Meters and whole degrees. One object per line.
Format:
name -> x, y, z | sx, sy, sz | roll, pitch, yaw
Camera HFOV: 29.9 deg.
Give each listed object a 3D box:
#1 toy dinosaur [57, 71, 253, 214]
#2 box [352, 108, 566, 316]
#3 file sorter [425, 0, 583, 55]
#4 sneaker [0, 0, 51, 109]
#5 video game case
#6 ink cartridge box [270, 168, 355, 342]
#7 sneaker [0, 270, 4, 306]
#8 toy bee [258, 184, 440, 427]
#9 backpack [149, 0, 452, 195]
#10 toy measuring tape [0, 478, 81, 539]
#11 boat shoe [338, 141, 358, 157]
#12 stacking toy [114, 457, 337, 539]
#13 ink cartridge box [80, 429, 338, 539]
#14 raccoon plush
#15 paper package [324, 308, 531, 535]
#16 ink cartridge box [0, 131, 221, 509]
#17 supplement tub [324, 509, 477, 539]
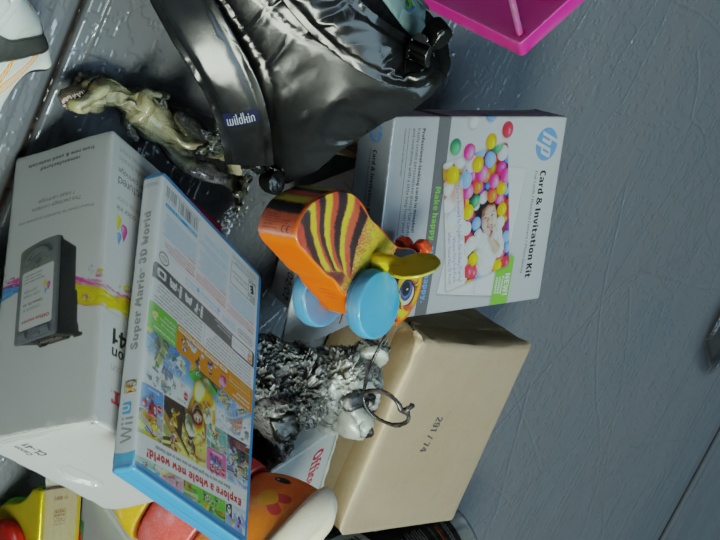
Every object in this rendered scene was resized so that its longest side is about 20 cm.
toy dinosaur -> -0.116, -0.086, 0.928 | 0.048, 0.088, 0.199 | -58, 143, 0
box -> 0.076, -0.048, 1.065 | 0.198, 0.041, 0.158 | -6, 109, -43
file sorter -> 0.128, -0.291, 1.007 | 0.200, 0.138, 0.126 | -42, 140, -17
sneaker -> -0.257, -0.090, 0.780 | 0.200, 0.073, 0.080 | -45, 144, -14
video game case -> -0.106, 0.059, 0.867 | 0.143, 0.018, 0.203 | 51, 33, -53
ink cartridge box -> -0.001, -0.022, 1.105 | 0.198, 0.068, 0.116 | -24, 146, -36
sneaker -> -0.249, 0.053, 0.900 | 0.087, 0.075, 0.200 | -37, 137, 6
toy bee -> 0.000, 0.000, 0.947 | 0.109, 0.129, 0.201 | -56, 157, -28
backpack -> -0.055, -0.173, 0.852 | 0.166, 0.127, 0.200 | -34, 120, 13
toy measuring tape -> -0.245, 0.166, 1.014 | 0.073, 0.073, 0.204 | 1, 94, -48
boat shoe -> -0.016, -0.128, 1.024 | 0.075, 0.066, 0.199 | -58, 145, 2
stacking toy -> -0.128, 0.162, 0.952 | 0.147, 0.199, 0.146 | -50, 169, -14
ink cartridge box -> -0.124, 0.182, 1.095 | 0.199, 0.088, 0.146 | -28, 153, -30
raccoon plush -> -0.064, 0.054, 1.018 | 0.134, 0.096, 0.201 | -36, 96, -36
paper package -> 0.041, 0.129, 1.255 | 0.189, 0.103, 0.202 | 6, 111, -50
ink cartridge box -> -0.161, 0.035, 0.882 | 0.084, 0.203, 0.148 | -14, 151, 20
supplement tub -> 0.020, 0.312, 1.352 | 0.198, 0.122, 0.124 | -12, 126, -43
